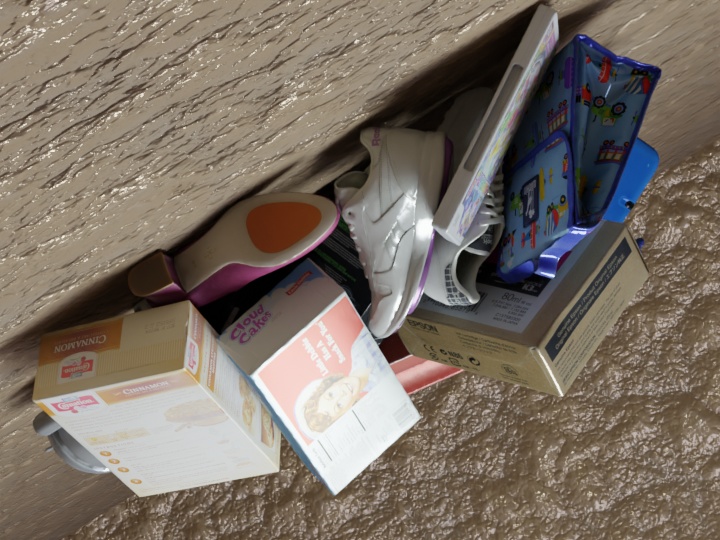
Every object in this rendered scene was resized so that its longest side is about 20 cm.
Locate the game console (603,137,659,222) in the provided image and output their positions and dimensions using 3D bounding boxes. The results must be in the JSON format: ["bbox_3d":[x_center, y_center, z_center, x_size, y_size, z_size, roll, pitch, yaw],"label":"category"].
[{"bbox_3d":[0.176,-0.105,1.619,0.199,0.118,0.172,28,98,-34],"label":"game console"}]

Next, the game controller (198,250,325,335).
[{"bbox_3d":[-0.113,0.044,1.473,0.104,0.042,0.201,19,124,-21],"label":"game controller"}]

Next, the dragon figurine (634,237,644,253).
[{"bbox_3d":[0.218,0.027,1.678,0.200,0.059,0.099,-50,-157,-10],"label":"dragon figurine"}]

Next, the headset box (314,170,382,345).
[{"bbox_3d":[0.000,0.000,1.572,0.201,0.092,0.174,-56,168,9],"label":"headset box"}]

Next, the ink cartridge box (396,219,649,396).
[{"bbox_3d":[0.148,0.020,1.508,0.199,0.075,0.165,12,-125,44],"label":"ink cartridge box"}]

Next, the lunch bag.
[{"bbox_3d":[0.183,-0.083,1.419,0.093,0.202,0.150,20,156,-16],"label":"lunch bag"}]

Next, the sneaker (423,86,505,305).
[{"bbox_3d":[0.103,-0.067,1.448,0.080,0.202,0.076,18,-175,44],"label":"sneaker"}]

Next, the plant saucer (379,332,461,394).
[{"bbox_3d":[0.059,0.098,1.767,0.198,0.037,0.200,-23,165,-1],"label":"plant saucer"}]

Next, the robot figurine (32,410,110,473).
[{"bbox_3d":[-0.260,0.143,1.658,0.169,0.114,0.200,-2,155,-42],"label":"robot figurine"}]

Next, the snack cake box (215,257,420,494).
[{"bbox_3d":[-0.036,0.101,1.445,0.115,0.067,0.201,-40,135,-10],"label":"snack cake box"}]

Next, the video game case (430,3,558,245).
[{"bbox_3d":[0.117,-0.119,1.341,0.201,0.018,0.143,-63,172,1],"label":"video game case"}]

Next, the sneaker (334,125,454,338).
[{"bbox_3d":[0.020,-0.038,1.383,0.075,0.099,0.202,-77,179,-65],"label":"sneaker"}]

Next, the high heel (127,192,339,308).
[{"bbox_3d":[-0.101,-0.011,1.381,0.199,0.068,0.096,-27,164,10],"label":"high heel"}]

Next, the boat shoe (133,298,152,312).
[{"bbox_3d":[-0.123,0.018,1.548,0.199,0.064,0.071,-29,173,-8],"label":"boat shoe"}]

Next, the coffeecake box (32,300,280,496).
[{"bbox_3d":[-0.181,0.122,1.441,0.152,0.074,0.200,-12,143,18],"label":"coffeecake box"}]
